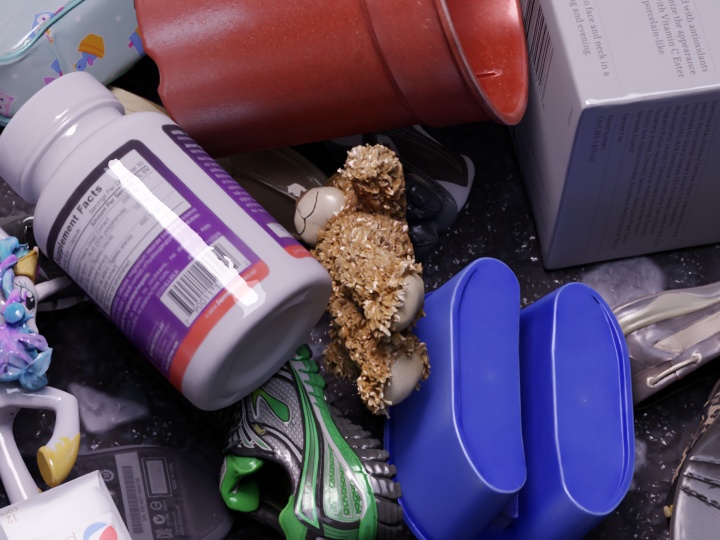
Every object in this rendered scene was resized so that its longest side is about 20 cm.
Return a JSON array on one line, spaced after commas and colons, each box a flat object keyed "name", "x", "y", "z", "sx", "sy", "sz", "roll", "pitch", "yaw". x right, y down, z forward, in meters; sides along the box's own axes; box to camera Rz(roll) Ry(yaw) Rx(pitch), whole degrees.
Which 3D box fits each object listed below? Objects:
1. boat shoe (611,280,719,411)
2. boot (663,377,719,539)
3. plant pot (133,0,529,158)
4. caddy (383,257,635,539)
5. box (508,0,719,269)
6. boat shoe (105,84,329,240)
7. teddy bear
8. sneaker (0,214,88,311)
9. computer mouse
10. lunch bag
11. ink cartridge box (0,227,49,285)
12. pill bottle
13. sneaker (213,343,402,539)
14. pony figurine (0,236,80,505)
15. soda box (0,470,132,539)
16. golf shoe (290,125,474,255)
[{"name": "boat shoe", "x": 0.244, "y": 0.042, "z": 1.727, "sx": 0.200, "sy": 0.075, "sz": 0.073, "roll": -17, "pitch": 73, "yaw": -6}, {"name": "boot", "x": 0.221, "y": 0.130, "z": 1.618, "sx": 0.073, "sy": 0.151, "sz": 0.200, "roll": 17, "pitch": 58, "yaw": 4}, {"name": "plant pot", "x": -0.022, "y": -0.163, "z": 1.649, "sx": 0.195, "sy": 0.201, "sz": 0.201, "roll": -13, "pitch": 58, "yaw": 17}, {"name": "caddy", "x": 0.086, "y": 0.091, "z": 1.658, "sx": 0.141, "sy": 0.105, "sz": 0.200, "roll": 16, "pitch": 56, "yaw": -24}, {"name": "box", "x": 0.168, "y": -0.139, "z": 1.744, "sx": 0.130, "sy": 0.200, "sz": 0.199, "roll": -8, "pitch": 60, "yaw": -9}, {"name": "boat shoe", "x": -0.108, "y": -0.056, "z": 1.742, "sx": 0.200, "sy": 0.071, "sz": 0.065, "roll": 19, "pitch": 51, "yaw": 17}, {"name": "teddy bear", "x": 0.000, "y": 0.000, "z": 1.623, "sx": 0.067, "sy": 0.145, "sz": 0.200, "roll": -6, "pitch": 50, "yaw": -5}, {"name": "sneaker", "x": -0.165, "y": -0.017, "z": 1.702, "sx": 0.199, "sy": 0.091, "sz": 0.067, "roll": 6, "pitch": 58, "yaw": -2}, {"name": "computer mouse", "x": -0.175, "y": 0.147, "z": 1.619, "sx": 0.199, "sy": 0.053, "sz": 0.139, "roll": 3, "pitch": 45, "yaw": -13}, {"name": "lunch bag", "x": -0.202, "y": -0.184, "z": 1.786, "sx": 0.160, "sy": 0.077, "sz": 0.200, "roll": 22, "pitch": 52, "yaw": 40}, {"name": "ink cartridge box", "x": -0.316, "y": -0.006, "z": 1.676, "sx": 0.200, "sy": 0.047, "sz": 0.160, "roll": 43, "pitch": 86, "yaw": 16}, {"name": "pill bottle", "x": -0.121, "y": -0.022, "z": 1.597, "sx": 0.111, "sy": 0.111, "sz": 0.200, "roll": -38, "pitch": 72, "yaw": -24}, {"name": "sneaker", "x": -0.056, "y": 0.096, "z": 1.626, "sx": 0.085, "sy": 0.078, "sz": 0.200, "roll": -14, "pitch": 39, "yaw": -27}, {"name": "pony figurine", "x": -0.249, "y": 0.065, "z": 1.551, "sx": 0.193, "sy": 0.167, "sz": 0.200, "roll": 2, "pitch": 54, "yaw": -20}, {"name": "soda box", "x": -0.164, "y": 0.191, "z": 1.515, "sx": 0.068, "sy": 0.200, "sz": 0.064, "roll": -21, "pitch": 63, "yaw": -17}, {"name": "golf shoe", "x": -0.017, "y": -0.086, "z": 1.779, "sx": 0.200, "sy": 0.078, "sz": 0.094, "roll": 34, "pitch": 44, "yaw": 13}]
